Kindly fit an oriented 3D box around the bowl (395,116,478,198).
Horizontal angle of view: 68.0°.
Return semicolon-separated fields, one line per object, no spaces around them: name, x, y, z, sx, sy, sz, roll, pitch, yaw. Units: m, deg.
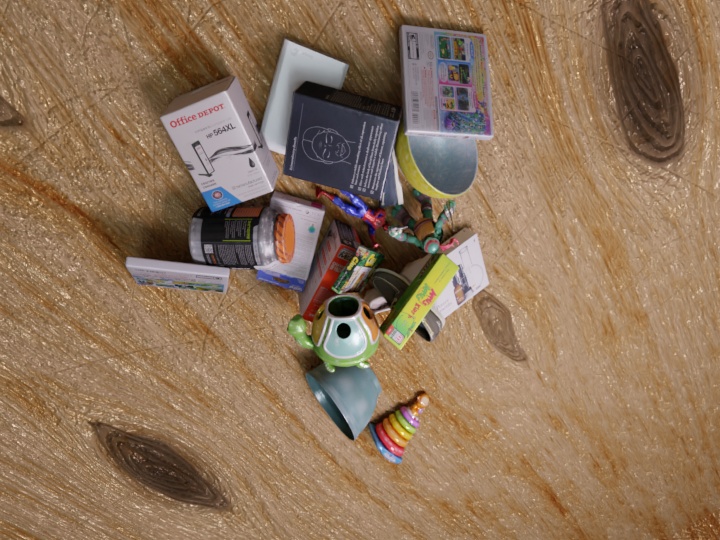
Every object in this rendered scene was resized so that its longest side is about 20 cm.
bowl;0.134;-0.235;1.075;0.197;0.206;0.106;33;154;-28

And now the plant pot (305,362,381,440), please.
plant pot;-0.029;0.302;1.348;0.133;0.198;0.205;-35;126;-20

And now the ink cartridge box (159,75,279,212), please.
ink cartridge box;-0.260;-0.235;1.006;0.141;0.086;0.204;-15;124;13

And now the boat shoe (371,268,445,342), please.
boat shoe;0.100;0.077;1.190;0.200;0.061;0.072;40;144;0

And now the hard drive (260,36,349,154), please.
hard drive;-0.114;-0.322;1.033;0.127;0.027;0.205;13;118;-19

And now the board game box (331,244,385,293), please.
board game box;0.000;0.000;1.136;0.023;0.200;0.107;33;97;12

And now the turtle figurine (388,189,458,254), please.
turtle figurine;0.130;-0.093;1.118;0.145;0.202;0.103;-21;124;2

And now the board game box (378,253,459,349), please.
board game box;0.118;0.060;1.106;0.047;0.102;0.202;37;89;-4

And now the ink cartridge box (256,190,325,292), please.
ink cartridge box;-0.155;-0.060;1.166;0.115;0.042;0.206;14;115;-7

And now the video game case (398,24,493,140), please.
video game case;0.161;-0.350;0.999;0.175;0.024;0.209;0;82;-15

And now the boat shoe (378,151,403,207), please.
boat shoe;0.044;-0.220;1.099;0.060;0.076;0.204;-14;133;3

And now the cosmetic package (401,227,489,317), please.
cosmetic package;0.204;0.020;1.257;0.197;0.051;0.154;-35;123;-14

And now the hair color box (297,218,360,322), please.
hair color box;-0.071;0.005;1.190;0.062;0.112;0.204;19;117;-22

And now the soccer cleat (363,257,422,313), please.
soccer cleat;0.097;0.044;1.268;0.196;0.078;0.070;-31;123;8

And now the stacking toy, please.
stacking toy;0.126;0.428;1.506;0.115;0.110;0.201;39;96;-27

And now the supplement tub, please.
supplement tub;-0.235;-0.065;1.078;0.192;0.124;0.126;1;123;9

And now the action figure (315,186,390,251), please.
action figure;0.000;-0.119;1.141;0.196;0.100;0.066;29;114;-28

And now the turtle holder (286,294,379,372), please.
turtle holder;-0.049;0.115;1.125;0.180;0.142;0.135;17;138;20

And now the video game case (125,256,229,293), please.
video game case;-0.374;0.012;1.112;0.192;0.182;0.023;6;76;-15

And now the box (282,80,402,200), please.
box;-0.033;-0.241;0.989;0.193;0.108;0.153;15;119;-1
